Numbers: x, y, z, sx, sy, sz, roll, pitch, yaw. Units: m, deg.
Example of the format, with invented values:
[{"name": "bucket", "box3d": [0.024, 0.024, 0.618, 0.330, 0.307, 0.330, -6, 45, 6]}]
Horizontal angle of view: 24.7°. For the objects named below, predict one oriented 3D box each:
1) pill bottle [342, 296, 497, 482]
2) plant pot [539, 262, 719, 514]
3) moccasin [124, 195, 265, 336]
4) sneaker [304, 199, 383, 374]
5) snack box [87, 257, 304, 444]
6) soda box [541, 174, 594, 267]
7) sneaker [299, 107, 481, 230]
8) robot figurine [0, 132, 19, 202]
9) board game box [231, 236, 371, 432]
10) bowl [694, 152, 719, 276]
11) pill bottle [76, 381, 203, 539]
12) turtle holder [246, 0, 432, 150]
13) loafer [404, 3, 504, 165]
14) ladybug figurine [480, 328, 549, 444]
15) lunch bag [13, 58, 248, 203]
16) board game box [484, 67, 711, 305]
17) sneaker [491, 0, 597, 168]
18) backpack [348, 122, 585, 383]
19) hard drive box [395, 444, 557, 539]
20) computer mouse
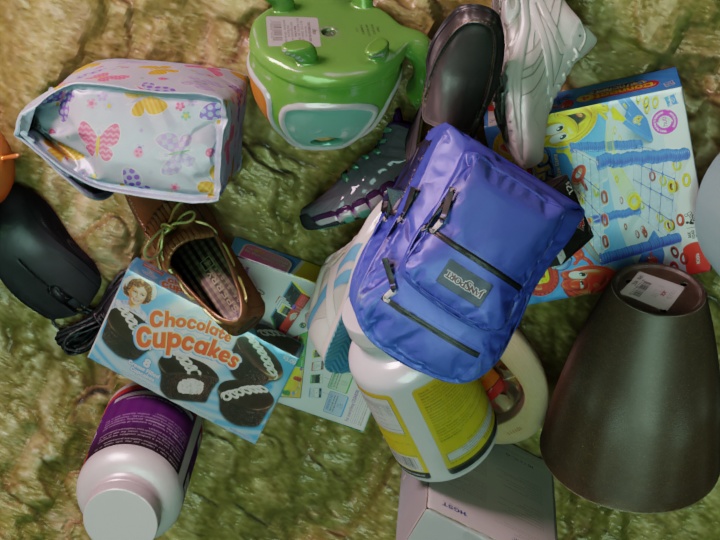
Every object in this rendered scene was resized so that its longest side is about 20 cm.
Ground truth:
[{"name": "pill bottle", "box3d": [0.054, 0.102, 1.593, 0.111, 0.113, 0.201, -17, 128, 12]}, {"name": "plant pot", "box3d": [0.279, 0.102, 1.623, 0.184, 0.188, 0.202, 4, 123, 3]}, {"name": "moccasin", "box3d": [-0.173, -0.022, 1.644, 0.073, 0.078, 0.203, -33, 76, 4]}, {"name": "sneaker", "box3d": [0.000, 0.000, 1.622, 0.076, 0.081, 0.201, 11, 118, -36]}, {"name": "snack box", "box3d": [-0.171, 0.083, 1.703, 0.198, 0.037, 0.117, 27, 114, -3]}, {"name": "soda box", "box3d": [0.125, -0.032, 1.598, 0.199, 0.063, 0.071, -14, 107, 47]}, {"name": "sneaker", "box3d": [0.023, -0.108, 1.637, 0.198, 0.074, 0.089, -21, 93, 7]}, {"name": "robot figurine", "box3d": [-0.427, -0.084, 1.648, 0.200, 0.145, 0.116, -40, 128, 21]}, {"name": "board game box", "box3d": [-0.063, 0.069, 1.730, 0.198, 0.040, 0.154, 20, 115, -4]}, {"name": "bowl", "box3d": [0.398, -0.055, 1.575, 0.199, 0.105, 0.204, -9, 108, -27]}, {"name": "pill bottle", "box3d": [-0.232, 0.206, 1.720, 0.111, 0.201, 0.114, 2, 115, 4]}, {"name": "turtle holder", "box3d": [-0.019, -0.192, 1.568, 0.184, 0.141, 0.133, -21, 138, -29]}, {"name": "loafer", "box3d": [0.087, -0.151, 1.504, 0.072, 0.073, 0.201, 11, 134, -2]}, {"name": "ladybug figurine", "box3d": [0.118, 0.093, 1.702, 0.135, 0.072, 0.201, -26, 117, 25]}, {"name": "lunch bag", "box3d": [-0.216, -0.135, 1.574, 0.197, 0.170, 0.129, 8, 105, 0]}, {"name": "board game box", "box3d": [0.235, -0.080, 1.628, 0.193, 0.056, 0.202, -11, 114, 10]}, {"name": "sneaker", "box3d": [0.175, -0.197, 1.541, 0.098, 0.078, 0.203, 0, 90, -6]}, {"name": "backpack", "box3d": [0.078, -0.008, 1.425, 0.161, 0.168, 0.201, 31, 96, -2]}, {"name": "hard drive box", "box3d": [0.121, 0.250, 1.712, 0.155, 0.201, 0.077, 27, 114, -8]}, {"name": "computer mouse", "box3d": [-0.325, -0.004, 1.712, 0.138, 0.053, 0.200, -38, 107, 20]}]
